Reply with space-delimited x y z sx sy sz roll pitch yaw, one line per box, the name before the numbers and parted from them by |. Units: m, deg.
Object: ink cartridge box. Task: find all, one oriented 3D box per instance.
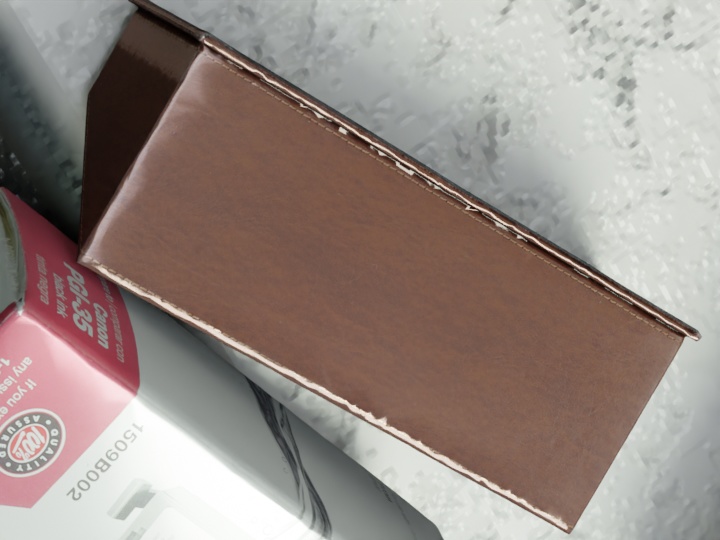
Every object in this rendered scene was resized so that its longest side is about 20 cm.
ink cartridge box | -0.079 0.096 0.899 0.200 0.083 0.147 39 102 -26

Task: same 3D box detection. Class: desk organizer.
desk organizer | 0.000 0.000 0.924 0.199 0.072 0.077 30 91 -26
